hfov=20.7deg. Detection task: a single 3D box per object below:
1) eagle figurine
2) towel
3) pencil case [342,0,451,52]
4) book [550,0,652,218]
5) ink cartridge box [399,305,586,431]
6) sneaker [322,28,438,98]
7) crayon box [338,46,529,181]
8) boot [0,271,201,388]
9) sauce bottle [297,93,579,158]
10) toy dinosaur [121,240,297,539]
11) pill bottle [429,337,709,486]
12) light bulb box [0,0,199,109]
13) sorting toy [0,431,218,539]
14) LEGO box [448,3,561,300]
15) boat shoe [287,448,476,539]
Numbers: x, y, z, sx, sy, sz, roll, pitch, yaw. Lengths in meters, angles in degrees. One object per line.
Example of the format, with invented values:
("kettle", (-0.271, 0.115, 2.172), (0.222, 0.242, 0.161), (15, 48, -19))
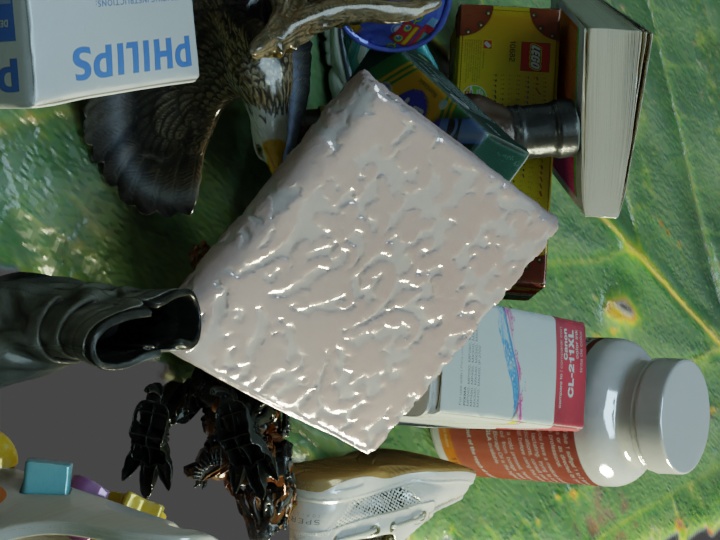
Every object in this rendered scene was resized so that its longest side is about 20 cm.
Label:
("eagle figurine", (-0.070, -0.120, 1.181), (0.151, 0.200, 0.152), (26, 68, -18))
("towel", (0.000, 0.000, 1.189), (0.190, 0.032, 0.200), (31, 104, -39))
("pencil case", (0.004, -0.224, 1.302), (0.086, 0.201, 0.079), (10, 123, -19))
("book", (0.163, -0.127, 1.452), (0.200, 0.048, 0.135), (-105, -162, -73))
("ink cartridge box", (0.051, 0.067, 1.398), (0.199, 0.145, 0.084), (12, 79, -55))
("sneaker", (0.024, -0.112, 1.416), (0.077, 0.079, 0.202), (-31, 116, -50))
("crayon box", (0.004, -0.034, 1.274), (0.051, 0.126, 0.201), (20, 110, -47))
("boot", (-0.186, 0.036, 1.073), (0.199, 0.130, 0.068), (-22, 108, -53))
("sauce bottle", (0.051, -0.088, 1.365), (0.065, 0.198, 0.065), (176, -90, -84))
("toy dinosaur", (-0.089, 0.086, 1.274), (0.201, 0.102, 0.136), (60, 27, -10))
("pill bottle", (0.159, 0.107, 1.508), (0.112, 0.198, 0.114), (-2, 93, -54))
("light bulb box", (-0.198, -0.185, 0.995), (0.124, 0.197, 0.202), (-15, 104, -52))
("sorting toy", (-0.135, 0.168, 1.106), (0.200, 0.179, 0.108), (50, 52, -43))
("LEGO box", (0.101, -0.084, 1.471), (0.149, 0.076, 0.202), (85, 9, -86))
("boat shoe", (0.010, 0.169, 1.416), (0.199, 0.070, 0.070), (1, 96, -51))
